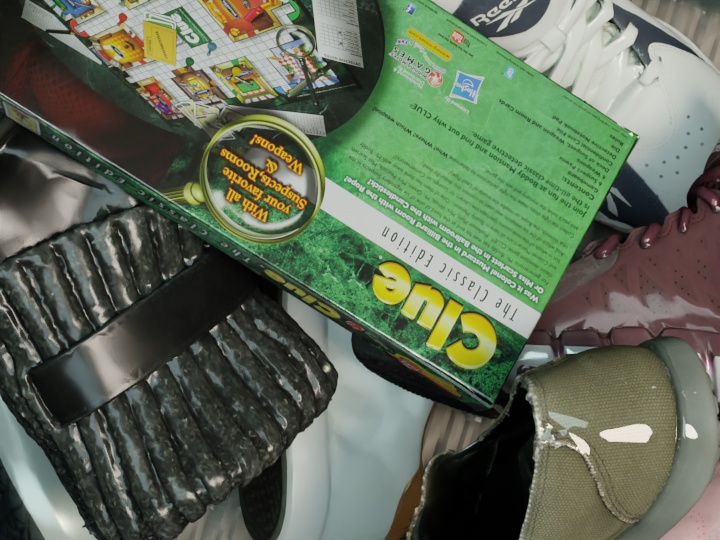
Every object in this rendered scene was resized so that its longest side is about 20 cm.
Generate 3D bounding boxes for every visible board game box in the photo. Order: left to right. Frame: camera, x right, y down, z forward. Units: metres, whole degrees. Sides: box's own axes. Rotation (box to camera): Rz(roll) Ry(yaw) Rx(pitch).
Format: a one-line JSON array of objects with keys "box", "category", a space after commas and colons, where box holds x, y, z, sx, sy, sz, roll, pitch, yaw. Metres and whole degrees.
[{"box": [-0.018, -0.051, 0.873, 0.199, 0.023, 0.105, 33, 75, -9], "category": "board game box"}]

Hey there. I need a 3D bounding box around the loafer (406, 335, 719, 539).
[{"box": [0.040, 0.086, 0.893, 0.069, 0.200, 0.076, 7, 47, -26], "category": "loafer"}]

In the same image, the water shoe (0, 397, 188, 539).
[{"box": [-0.123, 0.013, 1.003, 0.079, 0.071, 0.201, -21, 88, -24], "category": "water shoe"}]

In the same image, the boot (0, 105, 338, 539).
[{"box": [-0.052, -0.025, 0.914, 0.211, 0.079, 0.158, -44, 96, -17], "category": "boot"}]

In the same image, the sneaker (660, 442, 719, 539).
[{"box": [0.133, 0.105, 0.953, 0.199, 0.105, 0.076, -17, 135, 9], "category": "sneaker"}]

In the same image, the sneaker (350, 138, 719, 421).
[{"box": [0.101, -0.005, 0.934, 0.199, 0.076, 0.116, 6, 76, 10], "category": "sneaker"}]

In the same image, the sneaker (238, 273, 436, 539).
[{"box": [0.000, 0.000, 0.994, 0.084, 0.073, 0.201, 1, 88, -23], "category": "sneaker"}]

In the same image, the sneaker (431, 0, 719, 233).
[{"box": [0.063, -0.079, 0.947, 0.079, 0.130, 0.199, -45, 89, 4], "category": "sneaker"}]
